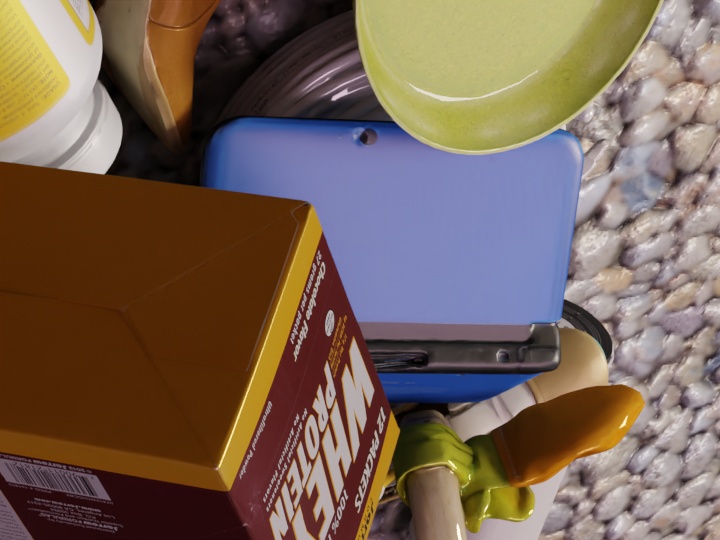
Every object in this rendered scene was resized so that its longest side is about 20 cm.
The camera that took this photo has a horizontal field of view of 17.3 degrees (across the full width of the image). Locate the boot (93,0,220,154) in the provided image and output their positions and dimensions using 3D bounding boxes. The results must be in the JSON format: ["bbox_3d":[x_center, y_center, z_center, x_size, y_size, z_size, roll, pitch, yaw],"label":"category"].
[{"bbox_3d":[-0.068,-0.155,1.142,0.144,0.071,0.201,-37,148,-14],"label":"boot"}]

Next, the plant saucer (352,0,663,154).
[{"bbox_3d":[0.071,-0.154,1.135,0.200,0.031,0.200,-20,127,-30],"label":"plant saucer"}]

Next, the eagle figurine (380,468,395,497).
[{"bbox_3d":[-0.045,0.142,1.314,0.152,0.200,0.151,37,96,-2],"label":"eagle figurine"}]

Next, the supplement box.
[{"bbox_3d":[-0.108,0.066,1.080,0.197,0.133,0.200,8,149,18],"label":"supplement box"}]

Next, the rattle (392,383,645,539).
[{"bbox_3d":[0.089,0.171,1.301,0.143,0.130,0.200,-13,96,-15],"label":"rattle"}]

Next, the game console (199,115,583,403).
[{"bbox_3d":[0.000,0.000,1.236,0.200,0.119,0.171,2,168,-16],"label":"game console"}]

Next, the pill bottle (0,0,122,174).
[{"bbox_3d":[-0.185,-0.116,1.069,0.112,0.112,0.200,-32,136,-3],"label":"pill bottle"}]

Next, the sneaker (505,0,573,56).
[{"bbox_3d":[0.073,-0.176,1.193,0.088,0.081,0.200,-56,143,3],"label":"sneaker"}]

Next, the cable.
[{"bbox_3d":[0.012,-0.055,1.269,0.200,0.069,0.200,26,112,-42],"label":"cable"}]

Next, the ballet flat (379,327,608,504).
[{"bbox_3d":[0.059,0.094,1.367,0.200,0.069,0.063,-32,176,40],"label":"ballet flat"}]

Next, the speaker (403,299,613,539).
[{"bbox_3d":[0.087,0.116,1.449,0.081,0.081,0.200,-2,128,-29],"label":"speaker"}]
